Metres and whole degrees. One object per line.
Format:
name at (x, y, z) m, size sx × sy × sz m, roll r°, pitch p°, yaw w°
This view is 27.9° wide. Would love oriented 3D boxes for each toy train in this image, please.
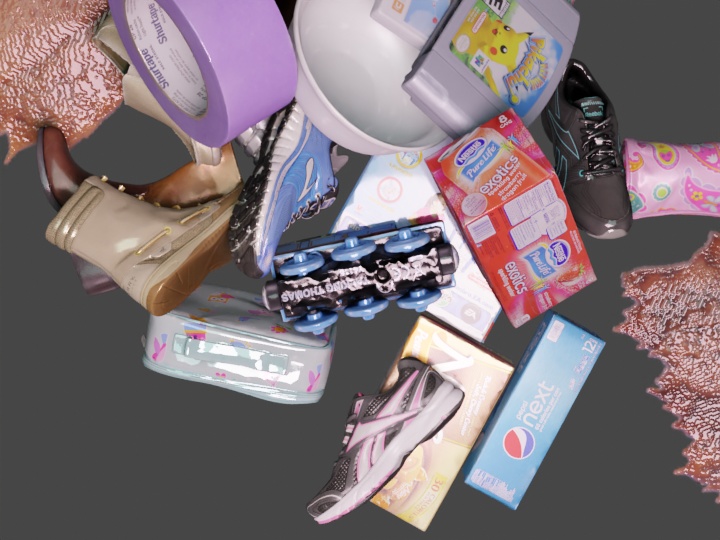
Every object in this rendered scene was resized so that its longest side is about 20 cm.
toy train at (0.000, 0.000, 1.445) m, size 0.198 × 0.114 × 0.088 m, roll -13°, pitch 105°, yaw 4°

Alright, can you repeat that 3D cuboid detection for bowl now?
bowl at (-0.001, -0.192, 1.426) m, size 0.199 × 0.090 × 0.203 m, roll 16°, pitch 60°, yaw -30°

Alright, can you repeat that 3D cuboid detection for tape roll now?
tape roll at (-0.151, -0.223, 1.372) m, size 0.085 × 0.200 × 0.201 m, roll -33°, pitch 94°, yaw -21°

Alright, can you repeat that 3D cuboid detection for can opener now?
can opener at (0.072, -0.218, 1.511) m, size 0.198 × 0.053 × 0.068 m, roll -8°, pitch 91°, yaw 3°

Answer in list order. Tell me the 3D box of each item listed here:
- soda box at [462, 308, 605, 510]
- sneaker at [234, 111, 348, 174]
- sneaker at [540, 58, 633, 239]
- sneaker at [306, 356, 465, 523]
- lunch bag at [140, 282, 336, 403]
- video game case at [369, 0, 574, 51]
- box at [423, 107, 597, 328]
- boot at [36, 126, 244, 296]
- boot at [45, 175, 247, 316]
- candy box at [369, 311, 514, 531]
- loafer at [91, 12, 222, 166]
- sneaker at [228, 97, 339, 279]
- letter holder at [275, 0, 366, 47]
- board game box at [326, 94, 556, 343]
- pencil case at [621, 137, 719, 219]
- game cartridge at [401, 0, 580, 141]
soda box at (0.181, 0.145, 1.533) m, size 0.064 × 0.068 × 0.201 m, roll 28°, pitch 95°, yaw -1°
sneaker at (-0.087, -0.173, 1.517) m, size 0.115 × 0.075 × 0.201 m, roll -39°, pitch 99°, yaw -5°
sneaker at (0.225, -0.123, 1.455) m, size 0.075 × 0.080 × 0.202 m, roll -8°, pitch 56°, yaw -11°
sneaker at (0.013, 0.171, 1.490) m, size 0.200 × 0.080 × 0.086 m, roll -44°, pitch 78°, yaw -2°
lunch bag at (-0.126, 0.075, 1.484) m, size 0.198 × 0.161 × 0.078 m, roll 11°, pitch 104°, yaw -1°
video game case at (0.122, -0.279, 1.455) m, size 0.199 × 0.022 × 0.184 m, roll 30°, pitch 69°, yaw -22°
box at (0.147, -0.047, 1.393) m, size 0.099 × 0.200 × 0.096 m, roll -30°, pitch 53°, yaw 3°
boot at (-0.225, -0.091, 1.522) m, size 0.198 × 0.068 × 0.190 m, roll -22°, pitch 88°, yaw -1°
boot at (-0.202, -0.053, 1.465) m, size 0.155 × 0.200 × 0.073 m, roll 30°, pitch 139°, yaw 17°
candy box at (0.066, 0.159, 1.542) m, size 0.115 × 0.055 × 0.201 m, roll 28°, pitch 95°, yaw -1°
loafer at (-0.210, -0.184, 1.500) m, size 0.068 × 0.076 × 0.201 m, roll -31°, pitch 79°, yaw -11°
sneaker at (-0.064, -0.077, 1.429) m, size 0.089 × 0.078 × 0.202 m, roll 30°, pitch 62°, yaw -19°
letter holder at (-0.051, -0.330, 1.460) m, size 0.141 × 0.100 × 0.202 m, roll 27°, pitch 95°, yaw 19°
board game box at (0.090, -0.061, 1.523) m, size 0.199 × 0.056 × 0.197 m, roll 30°, pitch 94°, yaw -2°
pencil case at (0.362, -0.091, 1.502) m, size 0.197 × 0.087 × 0.089 m, roll 3°, pitch 95°, yaw -1°
game cartridge at (0.135, -0.212, 1.420) m, size 0.133 × 0.040 × 0.201 m, roll 41°, pitch 66°, yaw -21°
